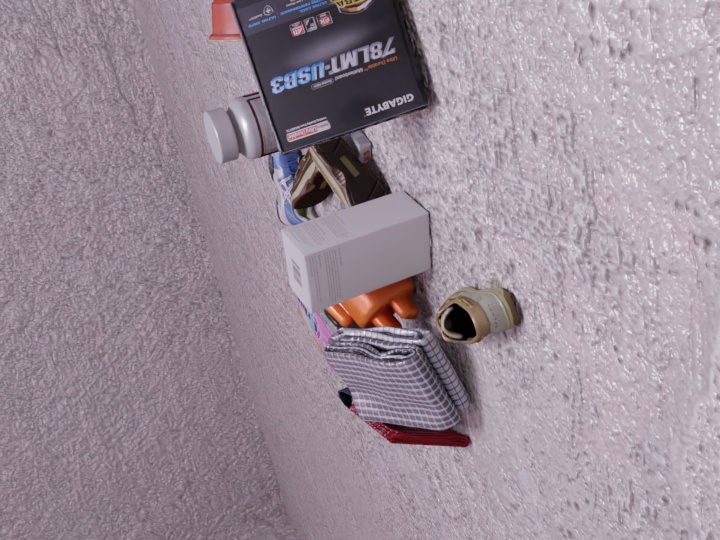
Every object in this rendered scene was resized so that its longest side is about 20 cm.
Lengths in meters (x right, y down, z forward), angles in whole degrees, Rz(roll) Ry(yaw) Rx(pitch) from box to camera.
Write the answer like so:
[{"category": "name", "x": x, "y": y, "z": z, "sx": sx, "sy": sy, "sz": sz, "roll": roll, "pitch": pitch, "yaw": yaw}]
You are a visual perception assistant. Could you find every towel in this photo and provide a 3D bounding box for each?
[{"category": "towel", "x": 0.050, "y": 0.165, "z": 1.199, "sx": 0.200, "sy": 0.086, "sz": 0.166, "roll": -2, "pitch": 134, "yaw": 42}, {"category": "towel", "x": 0.080, "y": 0.258, "z": 1.316, "sx": 0.200, "sy": 0.144, "sz": 0.023, "roll": -164, "pitch": 83, "yaw": -68}]

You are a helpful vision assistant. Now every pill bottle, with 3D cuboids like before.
[{"category": "pill bottle", "x": -0.163, "y": -0.257, "z": 1.348, "sx": 0.110, "sy": 0.200, "sz": 0.110, "roll": 56, "pitch": 158, "yaw": 37}]

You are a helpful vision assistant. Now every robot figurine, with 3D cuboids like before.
[{"category": "robot figurine", "x": 0.009, "y": 0.012, "z": 1.249, "sx": 0.200, "sy": 0.117, "sz": 0.144, "roll": 49, "pitch": 141, "yaw": 17}]

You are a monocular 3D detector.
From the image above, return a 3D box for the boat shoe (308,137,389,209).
[{"category": "boat shoe", "x": -0.012, "y": -0.132, "z": 1.230, "sx": 0.200, "sy": 0.072, "sz": 0.076, "roll": 58, "pitch": 162, "yaw": 3}]

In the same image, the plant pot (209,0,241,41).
[{"category": "plant pot", "x": -0.122, "y": -0.426, "z": 1.068, "sx": 0.201, "sy": 0.200, "sz": 0.196, "roll": -144, "pitch": 45, "yaw": -60}]

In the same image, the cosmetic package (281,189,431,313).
[{"category": "cosmetic package", "x": -0.003, "y": -0.029, "z": 1.127, "sx": 0.085, "sy": 0.200, "sz": 0.108, "roll": 46, "pitch": 149, "yaw": 47}]

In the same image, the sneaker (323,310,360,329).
[{"category": "sneaker", "x": -0.035, "y": 0.039, "z": 1.403, "sx": 0.098, "sy": 0.071, "sz": 0.201, "roll": 35, "pitch": -154, "yaw": -55}]

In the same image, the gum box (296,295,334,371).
[{"category": "gum box", "x": -0.070, "y": 0.112, "z": 1.695, "sx": 0.200, "sy": 0.066, "sz": 0.114, "roll": 55, "pitch": 156, "yaw": 38}]

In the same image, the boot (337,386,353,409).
[{"category": "boot", "x": 0.033, "y": 0.267, "z": 1.509, "sx": 0.200, "sy": 0.097, "sz": 0.075, "roll": 37, "pitch": 143, "yaw": 60}]

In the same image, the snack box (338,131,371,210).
[{"category": "snack box", "x": -0.011, "y": -0.155, "z": 1.302, "sx": 0.072, "sy": 0.024, "sz": 0.200, "roll": 55, "pitch": 157, "yaw": 34}]

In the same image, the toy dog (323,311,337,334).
[{"category": "toy dog", "x": -0.023, "y": 0.089, "z": 1.493, "sx": 0.096, "sy": 0.132, "sz": 0.200, "roll": -30, "pitch": 88, "yaw": 40}]

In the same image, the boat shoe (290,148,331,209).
[{"category": "boat shoe", "x": -0.087, "y": -0.181, "z": 1.436, "sx": 0.202, "sy": 0.075, "sz": 0.075, "roll": -42, "pitch": 62, "yaw": 61}]

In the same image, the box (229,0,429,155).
[{"category": "box", "x": -0.037, "y": -0.269, "z": 0.975, "sx": 0.050, "sy": 0.200, "sz": 0.199, "roll": -66, "pitch": -42, "yaw": -84}]

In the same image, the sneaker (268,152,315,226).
[{"category": "sneaker", "x": -0.133, "y": -0.181, "z": 1.584, "sx": 0.077, "sy": 0.076, "sz": 0.200, "roll": 18, "pitch": 130, "yaw": 40}]

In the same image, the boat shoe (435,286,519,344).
[{"category": "boat shoe", "x": 0.136, "y": 0.063, "z": 1.037, "sx": 0.074, "sy": 0.066, "sz": 0.200, "roll": 68, "pitch": 162, "yaw": 4}]
